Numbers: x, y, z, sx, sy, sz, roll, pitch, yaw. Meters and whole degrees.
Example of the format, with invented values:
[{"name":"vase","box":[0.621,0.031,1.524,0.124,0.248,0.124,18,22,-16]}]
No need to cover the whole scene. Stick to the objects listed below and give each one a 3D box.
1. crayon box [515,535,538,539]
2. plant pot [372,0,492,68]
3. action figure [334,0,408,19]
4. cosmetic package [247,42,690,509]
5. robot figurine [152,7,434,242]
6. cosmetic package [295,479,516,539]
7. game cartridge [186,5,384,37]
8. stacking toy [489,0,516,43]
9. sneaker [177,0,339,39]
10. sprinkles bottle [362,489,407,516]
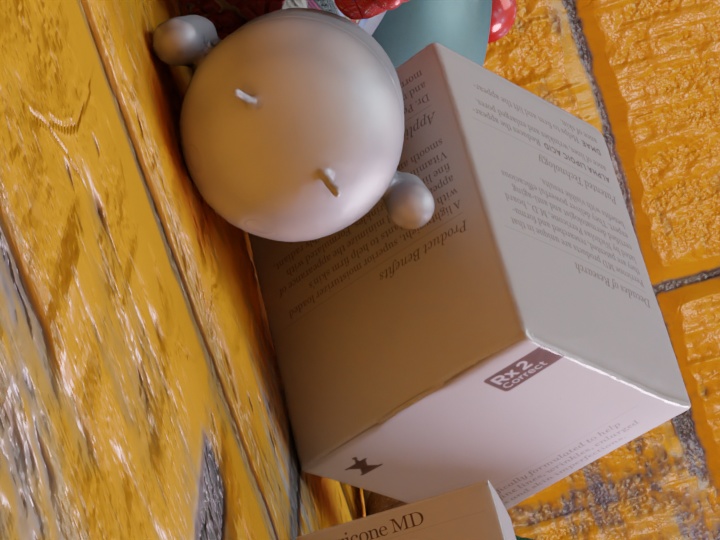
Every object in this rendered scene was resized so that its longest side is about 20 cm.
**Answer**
[{"name":"crayon box","box":[0.131,0.234,1.289,0.052,0.126,0.200,91,12,-50]},{"name":"plant pot","box":[0.001,-0.177,1.539,0.201,0.200,0.161,59,23,-74]},{"name":"action figure","box":[-0.007,-0.203,1.242,0.200,0.065,0.099,-108,172,-63]},{"name":"cosmetic package","box":[0.057,0.013,1.283,0.165,0.165,0.200,22,45,-45]},{"name":"robot figurine","box":[-0.034,-0.078,1.161,0.170,0.113,0.200,32,9,-5]},{"name":"cosmetic package","box":[0.046,0.218,1.101,0.085,0.108,0.200,61,11,-68]},{"name":"game cartridge","box":[-0.025,-0.205,1.384,0.133,0.042,0.200,45,65,-40]},{"name":"stacking toy","box":[0.018,-0.179,1.672,0.085,0.200,0.085,-17,90,-86]},{"name":"sneaker","box":[-0.062,-0.168,1.272,0.075,0.081,0.200,-78,156,-43]},{"name":"sprinkles bottle","box":[0.032,0.135,1.523,0.200,0.068,0.068,-98,170,-63]}]
